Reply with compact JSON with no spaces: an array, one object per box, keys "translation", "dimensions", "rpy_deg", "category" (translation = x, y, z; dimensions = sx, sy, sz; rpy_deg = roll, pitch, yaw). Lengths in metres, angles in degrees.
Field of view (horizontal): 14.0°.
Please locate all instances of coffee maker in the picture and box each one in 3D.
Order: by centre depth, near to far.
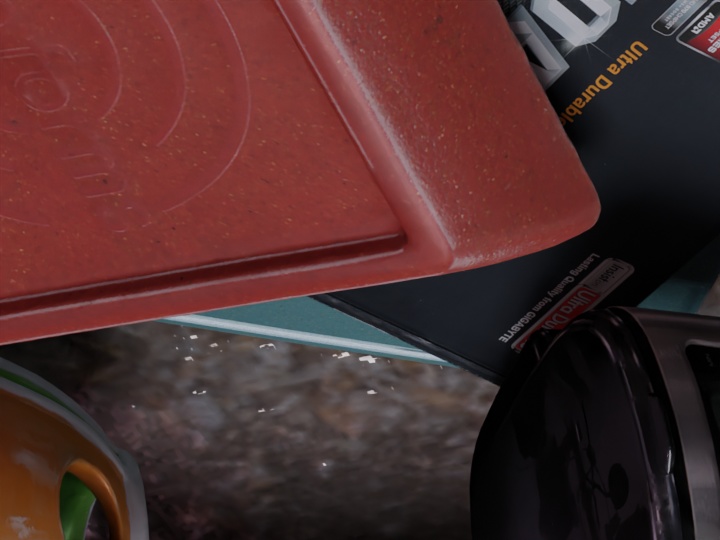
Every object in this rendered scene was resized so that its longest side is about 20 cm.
[{"translation":[0.135,0.085,0.749],"dimensions":[0.200,0.135,0.192],"rpy_deg":[-2,128,-14],"category":"coffee maker"}]

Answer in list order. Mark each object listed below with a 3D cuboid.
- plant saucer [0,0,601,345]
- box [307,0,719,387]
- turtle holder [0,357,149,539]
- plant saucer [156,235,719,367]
[{"translation":[-0.073,-0.056,0.662],"dimensions":[0.200,0.037,0.200],"rpy_deg":[-10,130,28],"category":"plant saucer"},{"translation":[0.031,-0.062,0.693],"dimensions":[0.159,0.046,0.200],"rpy_deg":[25,138,-20],"category":"box"},{"translation":[-0.139,0.098,0.847],"dimensions":[0.132,0.141,0.186],"rpy_deg":[3,131,-21],"category":"turtle holder"},{"translation":[0.000,0.000,0.816],"dimensions":[0.200,0.019,0.070],"rpy_deg":[9,143,-10],"category":"plant saucer"}]
